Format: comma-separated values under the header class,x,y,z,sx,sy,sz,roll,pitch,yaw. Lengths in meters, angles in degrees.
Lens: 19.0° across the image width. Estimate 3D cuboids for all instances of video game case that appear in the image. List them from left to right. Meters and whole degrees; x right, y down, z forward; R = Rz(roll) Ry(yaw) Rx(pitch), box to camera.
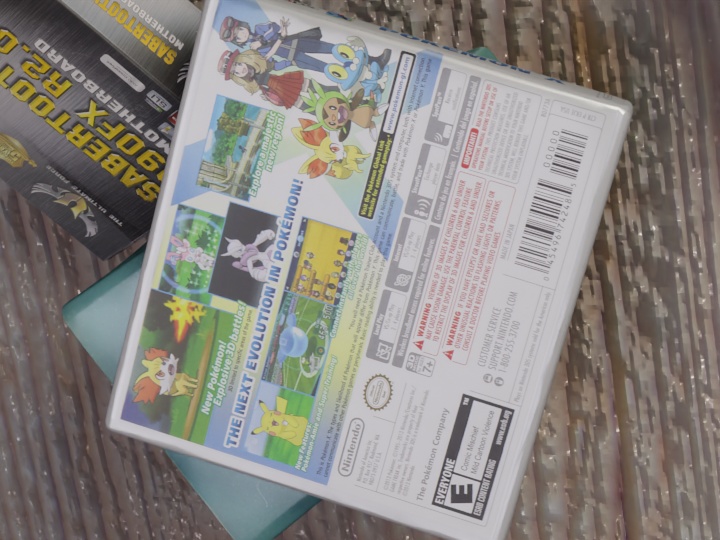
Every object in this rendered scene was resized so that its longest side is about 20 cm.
class,x,y,z,sx,sy,sz,roll,pitch,yaw
video game case,0.000,0.000,0.902,0.181,0.022,0.201,17,106,6

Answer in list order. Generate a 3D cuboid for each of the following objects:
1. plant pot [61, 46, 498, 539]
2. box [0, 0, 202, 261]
class,x,y,z,sx,sy,sz,roll,pitch,yaw
plant pot,0.000,0.000,0.980,0.200,0.141,0.142,-36,95,26
box,-0.151,-0.103,1.000,0.200,0.048,0.158,40,146,-16
